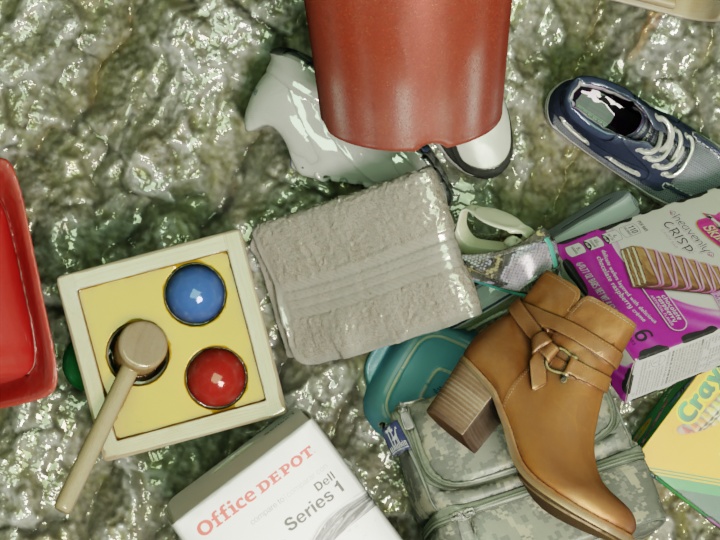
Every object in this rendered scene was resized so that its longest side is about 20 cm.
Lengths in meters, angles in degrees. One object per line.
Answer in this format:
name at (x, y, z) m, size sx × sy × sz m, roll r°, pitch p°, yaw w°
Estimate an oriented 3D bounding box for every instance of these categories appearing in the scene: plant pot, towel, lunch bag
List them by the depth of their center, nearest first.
plant pot at (0.037, -0.210, 1.506) m, size 0.200 × 0.201 × 0.196 m, roll -4°, pitch 117°, yaw -4°
lunch bag at (0.131, 0.166, 1.577) m, size 0.199 × 0.139 × 0.168 m, roll -17°, pitch 74°, yaw -6°
towel at (0.000, 0.000, 1.593) m, size 0.199 × 0.034 × 0.133 m, roll -19°, pitch 91°, yaw 35°

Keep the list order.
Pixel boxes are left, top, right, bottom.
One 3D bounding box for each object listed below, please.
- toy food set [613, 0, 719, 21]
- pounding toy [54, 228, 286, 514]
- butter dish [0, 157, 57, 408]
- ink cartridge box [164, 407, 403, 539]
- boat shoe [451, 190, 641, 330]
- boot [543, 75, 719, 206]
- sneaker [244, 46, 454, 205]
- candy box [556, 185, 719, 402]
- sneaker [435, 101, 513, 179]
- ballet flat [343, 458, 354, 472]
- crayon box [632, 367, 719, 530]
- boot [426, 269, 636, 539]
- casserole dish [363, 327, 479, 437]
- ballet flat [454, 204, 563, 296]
toy food set at (0.233, -0.307, 1.646) m, size 0.199 × 0.060 × 0.144 m, roll 13°, pitch 90°, yaw -7°
pounding toy at (-0.172, 0.079, 1.580) m, size 0.199 × 0.142 × 0.185 m, roll -15°, pitch 91°, yaw -4°
butter dish at (-0.362, 0.026, 1.530) m, size 0.199 × 0.148 × 0.200 m, roll -10°, pitch 93°, yaw 36°
ink cartridge box at (-0.045, 0.234, 1.558) m, size 0.146 × 0.084 × 0.200 m, roll -37°, pitch 97°, yaw -6°
boat shoe at (0.162, 0.004, 1.643) m, size 0.199 × 0.072 × 0.062 m, roll -30°, pitch 98°, yaw -5°
boot at (0.252, -0.103, 1.637) m, size 0.199 × 0.090 × 0.073 m, roll 25°, pitch 89°, yaw -4°
sneaker at (-0.009, -0.107, 1.636) m, size 0.200 × 0.075 × 0.087 m, roll 35°, pitch 100°, yaw 3°
candy box at (0.272, 0.012, 1.585) m, size 0.199 × 0.061 × 0.137 m, roll -19°, pitch 53°, yaw -19°
sneaker at (0.082, -0.174, 1.630) m, size 0.073 × 0.080 × 0.201 m, roll -18°, pitch 94°, yaw -6°
ballet flat at (-0.083, 0.231, 1.629) m, size 0.200 × 0.064 × 0.076 m, roll -45°, pitch 94°, yaw -2°
crayon box at (0.335, 0.117, 1.663) m, size 0.119 × 0.058 × 0.200 m, roll 37°, pitch 88°, yaw -4°
boot at (0.168, 0.105, 1.485) m, size 0.200 × 0.077 × 0.155 m, roll 37°, pitch 81°, yaw 29°
casserole dish at (0.096, 0.120, 1.655) m, size 0.199 × 0.039 × 0.121 m, roll 30°, pitch 88°, yaw -3°
ballet flat at (0.078, -0.024, 1.595) m, size 0.200 × 0.072 × 0.072 m, roll 7°, pitch 90°, yaw 34°
